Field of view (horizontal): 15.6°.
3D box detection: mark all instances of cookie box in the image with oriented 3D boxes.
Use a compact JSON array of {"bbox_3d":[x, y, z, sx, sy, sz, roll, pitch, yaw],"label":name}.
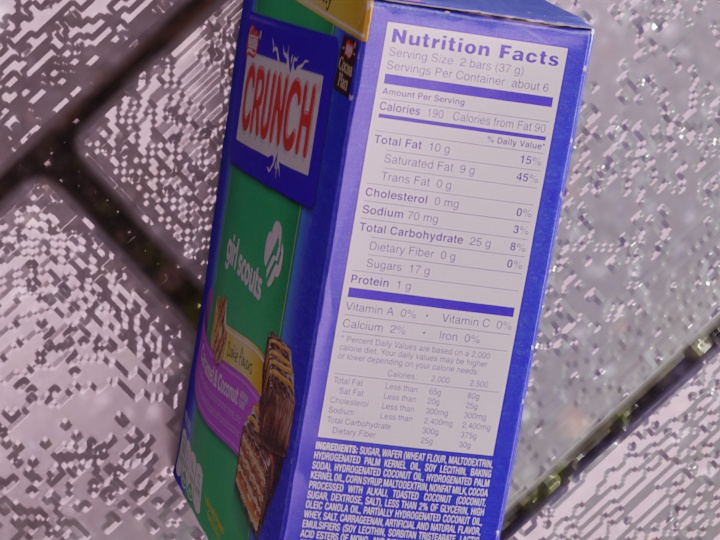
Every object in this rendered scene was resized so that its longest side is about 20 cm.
[{"bbox_3d":[0.000,0.000,0.853,0.075,0.171,0.201,7,102,-15],"label":"cookie box"}]
